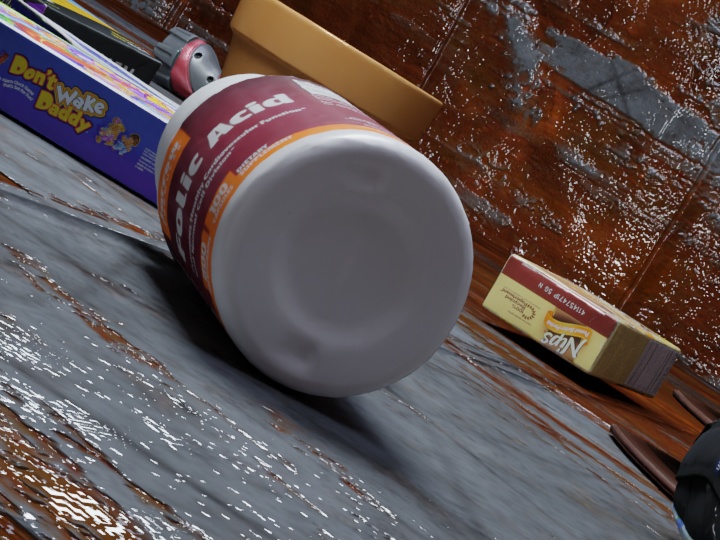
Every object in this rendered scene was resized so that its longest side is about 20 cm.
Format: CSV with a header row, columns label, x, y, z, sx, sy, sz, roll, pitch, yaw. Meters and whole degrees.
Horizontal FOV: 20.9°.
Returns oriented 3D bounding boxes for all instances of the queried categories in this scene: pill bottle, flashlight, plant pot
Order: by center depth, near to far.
label,x,y,z,sx,sy,sz,roll,pitch,yaw
pill bottle,-0.031,-0.026,0.893,0.114,0.115,0.200,29,5,-22
plant pot,-0.046,-0.138,1.701,0.199,0.141,0.200,31,6,-4
flashlight,-0.128,-0.186,2.049,0.199,0.068,0.068,29,-30,23

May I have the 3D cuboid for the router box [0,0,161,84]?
label,x,y,z,sx,sy,sz,roll,pitch,yaw
router box,-0.260,-0.198,1.514,0.149,0.051,0.200,35,6,19

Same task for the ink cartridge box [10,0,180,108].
label,x,y,z,sx,sy,sz,roll,pitch,yaw
ink cartridge box,-0.176,-0.126,1.345,0.199,0.039,0.099,34,3,-42

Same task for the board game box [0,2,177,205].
label,x,y,z,sx,sy,sz,roll,pitch,yaw
board game box,-0.163,-0.098,1.185,0.199,0.045,0.134,31,5,-4

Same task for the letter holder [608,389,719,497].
label,x,y,z,sx,sy,sz,roll,pitch,yaw
letter holder,0.264,0.120,1.316,0.141,0.101,0.200,28,6,-12

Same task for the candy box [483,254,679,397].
label,x,y,z,sx,sy,sz,roll,pitch,yaw
candy box,0.198,0.051,1.718,0.115,0.056,0.200,34,6,25

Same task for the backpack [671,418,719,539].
label,x,y,z,sx,sy,sz,roll,pitch,yaw
backpack,0.235,0.113,1.014,0.153,0.164,0.200,38,-4,-15
